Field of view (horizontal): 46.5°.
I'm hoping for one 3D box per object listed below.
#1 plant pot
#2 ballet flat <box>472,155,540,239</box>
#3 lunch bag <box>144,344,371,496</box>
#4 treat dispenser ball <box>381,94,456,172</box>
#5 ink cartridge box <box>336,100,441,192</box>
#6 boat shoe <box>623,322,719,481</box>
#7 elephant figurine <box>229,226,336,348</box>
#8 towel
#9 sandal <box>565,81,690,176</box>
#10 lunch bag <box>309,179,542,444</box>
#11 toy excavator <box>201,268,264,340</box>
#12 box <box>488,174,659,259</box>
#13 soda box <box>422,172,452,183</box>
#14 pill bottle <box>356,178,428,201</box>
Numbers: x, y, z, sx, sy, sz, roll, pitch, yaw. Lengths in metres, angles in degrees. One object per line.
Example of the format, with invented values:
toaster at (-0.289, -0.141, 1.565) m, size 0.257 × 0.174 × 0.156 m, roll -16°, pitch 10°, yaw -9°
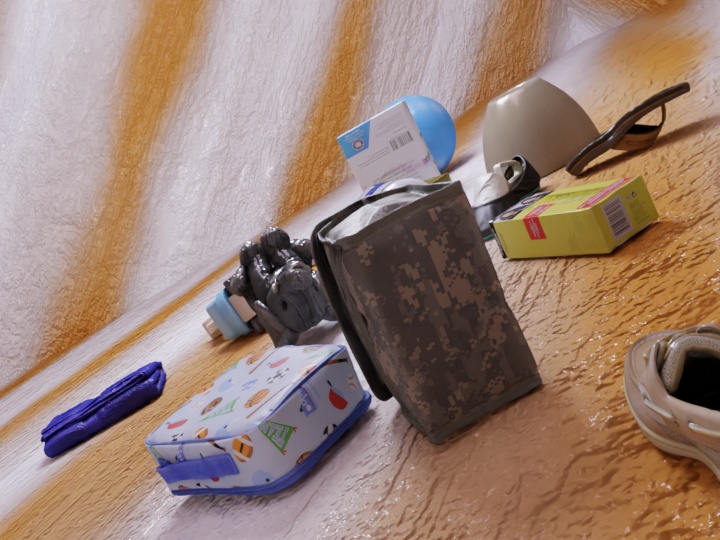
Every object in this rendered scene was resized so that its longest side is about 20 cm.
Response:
plant pot at (0.281, -0.238, 1.395) m, size 0.197 × 0.136 × 0.201 m, roll -28°, pitch 10°, yaw 6°
ballet flat at (0.196, -0.110, 1.186) m, size 0.067 × 0.069 × 0.200 m, roll -20°, pitch 13°, yaw 36°
lunch bag at (-0.097, 0.138, 0.753) m, size 0.198 × 0.077 × 0.160 m, roll -18°, pitch 17°, yaw 44°
treat dispenser ball at (0.129, -0.310, 1.984) m, size 0.198 × 0.204 × 0.201 m, roll -27°, pitch 10°, yaw 5°
ink cartridge box at (0.067, -0.207, 1.645) m, size 0.144 × 0.203 × 0.146 m, roll -26°, pitch 8°, yaw 10°
boat shoe at (0.174, 0.057, 0.413) m, size 0.071 × 0.066 × 0.200 m, roll -27°, pitch 10°, yaw 6°
elephant figurine at (-0.088, 0.041, 1.089) m, size 0.143 × 0.153 × 0.200 m, roll -60°, pitch 35°, yaw 10°
towel at (-0.405, 0.210, 1.329) m, size 0.197 × 0.050 × 0.148 m, roll -30°, pitch 11°, yaw -6°
sandal at (0.367, -0.183, 1.141) m, size 0.199 × 0.055 × 0.081 m, roll -40°, pitch -4°, yaw 31°
lunch bag at (0.038, 0.022, 0.677) m, size 0.116 × 0.167 × 0.200 m, roll -25°, pitch 9°, yaw -8°
toy excavator at (-0.217, 0.068, 1.416) m, size 0.198 × 0.101 × 0.195 m, roll -35°, pitch 6°, yaw 19°
box at (0.217, -0.053, 0.887) m, size 0.074 × 0.051 × 0.199 m, roll -31°, pitch 10°, yaw -17°
soda box at (0.094, -0.113, 1.488) m, size 0.063 × 0.069 × 0.199 m, roll -32°, pitch 10°, yaw -27°
pill bottle at (0.062, -0.077, 1.259) m, size 0.114 × 0.118 × 0.200 m, roll -30°, pitch 10°, yaw -11°
